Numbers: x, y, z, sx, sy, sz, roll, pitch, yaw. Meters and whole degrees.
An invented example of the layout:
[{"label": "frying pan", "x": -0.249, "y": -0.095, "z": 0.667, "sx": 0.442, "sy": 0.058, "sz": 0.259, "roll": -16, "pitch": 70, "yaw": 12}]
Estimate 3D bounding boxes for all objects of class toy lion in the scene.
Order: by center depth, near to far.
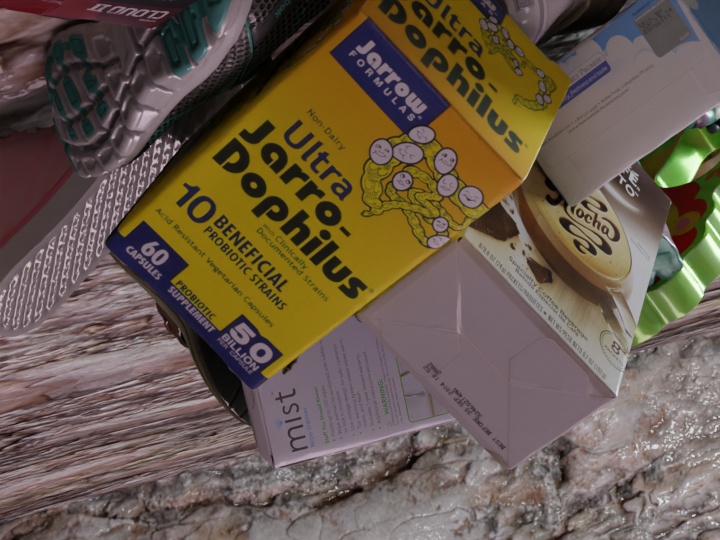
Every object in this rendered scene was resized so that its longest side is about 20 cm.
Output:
[{"label": "toy lion", "x": 0.185, "y": -0.028, "z": 1.126, "sx": 0.200, "sy": 0.069, "sz": 0.192, "roll": -39, "pitch": -158, "yaw": 4}]

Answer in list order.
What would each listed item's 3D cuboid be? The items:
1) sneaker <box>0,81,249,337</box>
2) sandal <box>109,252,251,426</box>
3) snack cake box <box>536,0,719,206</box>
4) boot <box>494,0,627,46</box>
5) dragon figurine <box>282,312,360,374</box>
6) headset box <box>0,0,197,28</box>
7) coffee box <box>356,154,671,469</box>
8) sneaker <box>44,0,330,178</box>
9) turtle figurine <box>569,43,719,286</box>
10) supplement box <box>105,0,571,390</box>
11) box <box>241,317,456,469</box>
[{"label": "sneaker", "x": -0.156, "y": -0.064, "z": 0.959, "sx": 0.200, "sy": 0.105, "sz": 0.076, "roll": -43, "pitch": 146, "yaw": -9}, {"label": "sandal", "x": -0.103, "y": 0.012, "z": 1.137, "sx": 0.080, "sy": 0.202, "sz": 0.057, "roll": -40, "pitch": -164, "yaw": -17}, {"label": "snack cake box", "x": 0.169, "y": -0.117, "z": 0.931, "sx": 0.115, "sy": 0.067, "sz": 0.200, "roll": -37, "pitch": 179, "yaw": 33}, {"label": "boot", "x": 0.084, "y": -0.130, "z": 0.943, "sx": 0.095, "sy": 0.074, "sz": 0.200, "roll": -20, "pitch": 177, "yaw": -19}, {"label": "dragon figurine", "x": 0.044, "y": 0.024, "z": 0.971, "sx": 0.200, "sy": 0.099, "sz": 0.059, "roll": -28, "pitch": 149, "yaw": -56}, {"label": "headset box", "x": -0.076, "y": -0.152, "z": 0.584, "sx": 0.199, "sy": 0.076, "sz": 0.148, "roll": -24, "pitch": 166, "yaw": 36}, {"label": "coffee box", "x": 0.087, "y": -0.009, "z": 0.911, "sx": 0.080, "sy": 0.113, "sz": 0.200, "roll": -38, "pitch": -167, "yaw": 33}, {"label": "sneaker", "x": -0.084, "y": -0.102, "z": 0.842, "sx": 0.091, "sy": 0.078, "sz": 0.199, "roll": -14, "pitch": 172, "yaw": -38}, {"label": "turtle figurine", "x": 0.148, "y": -0.077, "z": 1.093, "sx": 0.149, "sy": 0.201, "sz": 0.101, "roll": -22, "pitch": 131, "yaw": 30}, {"label": "supplement box", "x": -0.012, "y": -0.053, "z": 0.849, "sx": 0.200, "sy": 0.109, "sz": 0.110, "roll": -38, "pitch": -167, "yaw": 34}, {"label": "box", "x": 0.000, "y": 0.000, "z": 1.079, "sx": 0.175, "sy": 0.202, "sz": 0.097, "roll": -14, "pitch": -172, "yaw": -9}]
